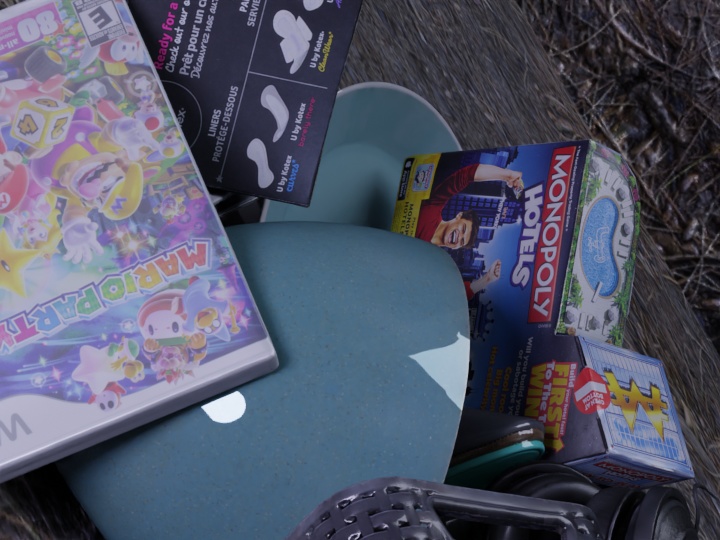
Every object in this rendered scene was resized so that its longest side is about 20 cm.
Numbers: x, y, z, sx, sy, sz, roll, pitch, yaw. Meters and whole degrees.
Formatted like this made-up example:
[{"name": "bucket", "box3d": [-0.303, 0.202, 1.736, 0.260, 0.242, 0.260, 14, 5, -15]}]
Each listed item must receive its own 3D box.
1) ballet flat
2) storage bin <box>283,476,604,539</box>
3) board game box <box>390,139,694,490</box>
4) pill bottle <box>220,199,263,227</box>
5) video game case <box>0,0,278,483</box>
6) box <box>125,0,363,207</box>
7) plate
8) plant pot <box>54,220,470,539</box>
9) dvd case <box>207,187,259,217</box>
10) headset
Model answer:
[{"name": "ballet flat", "box3d": [0.008, 0.102, 1.073, 0.073, 0.200, 0.073, 24, 45, -26]}, {"name": "storage bin", "box3d": [0.005, 0.177, 0.838, 0.135, 0.200, 0.094, 13, 44, -38]}, {"name": "board game box", "box3d": [0.086, 0.041, 1.108, 0.062, 0.200, 0.201, 17, 80, -36]}, {"name": "pill bottle", "box3d": [-0.067, -0.052, 1.266, 0.201, 0.116, 0.116, 61, 15, 6]}, {"name": "video game case", "box3d": [-0.136, -0.020, 0.930, 0.018, 0.143, 0.201, 82, -15, -66]}, {"name": "box", "box3d": [-0.086, -0.128, 1.090, 0.114, 0.133, 0.200, 10, 15, -21]}, {"name": "plate", "box3d": [0.000, 0.000, 1.182, 0.200, 0.025, 0.201, -5, 97, -51]}, {"name": "plant pot", "box3d": [-0.059, 0.061, 0.984, 0.134, 0.200, 0.200, 19, 31, -21]}, {"name": "dvd case", "box3d": [-0.132, -0.050, 1.049, 0.148, 0.016, 0.200, 15, 11, 9]}, {"name": "headset", "box3d": [0.105, 0.136, 0.979, 0.199, 0.123, 0.094, -10, 100, -33]}]
